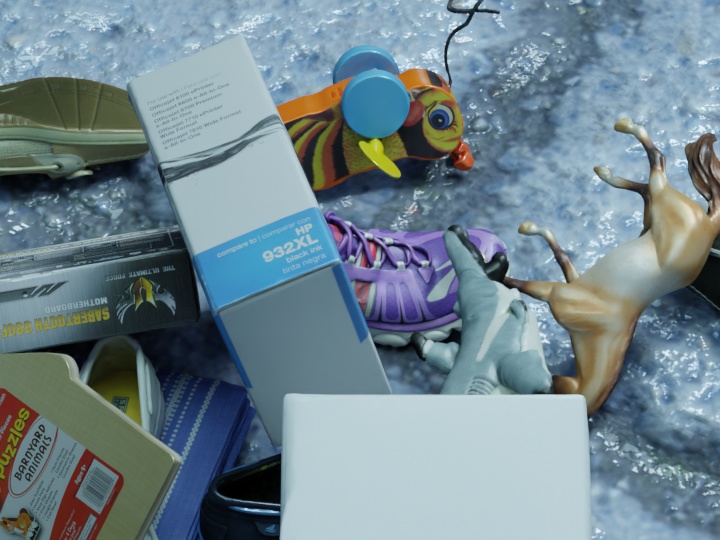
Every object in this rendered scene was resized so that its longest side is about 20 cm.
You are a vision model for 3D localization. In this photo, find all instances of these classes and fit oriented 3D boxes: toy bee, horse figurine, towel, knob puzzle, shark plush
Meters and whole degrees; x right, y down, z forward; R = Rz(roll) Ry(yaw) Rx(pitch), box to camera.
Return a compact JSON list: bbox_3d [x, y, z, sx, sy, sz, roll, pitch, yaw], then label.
[{"bbox_3d":[0.027,-0.100,1.810,0.199,0.109,0.131,-21,27,26],"label":"toy bee"},{"bbox_3d":[0.167,-0.011,1.689,0.200,0.050,0.133,-41,61,-1],"label":"horse figurine"},{"bbox_3d":[-0.179,0.116,1.673,0.199,0.024,0.145,10,51,14],"label":"towel"},{"bbox_3d":[-0.211,0.138,1.559,0.218,0.030,0.221,-3,83,29],"label":"knob puzzle"},{"bbox_3d":[0.070,0.044,1.631,0.083,0.091,0.201,-7,60,0],"label":"shark plush"}]

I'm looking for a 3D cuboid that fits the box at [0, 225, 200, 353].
[{"bbox_3d":[-0.206,0.016,1.683,0.199,0.049,0.158,-9,7,-6],"label":"box"}]

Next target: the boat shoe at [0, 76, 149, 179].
[{"bbox_3d":[-0.239,-0.090,1.844,0.199,0.063,0.073,-3,35,-8],"label":"boat shoe"}]

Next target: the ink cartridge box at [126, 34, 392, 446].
[{"bbox_3d":[-0.062,-0.019,1.604,0.083,0.145,0.201,-23,51,-1],"label":"ink cartridge box"}]

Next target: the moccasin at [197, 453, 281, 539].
[{"bbox_3d":[-0.001,0.133,1.611,0.199,0.068,0.081,-20,49,-17],"label":"moccasin"}]

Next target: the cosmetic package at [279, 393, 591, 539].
[{"bbox_3d":[0.041,0.174,1.454,0.165,0.200,0.168,0,72,2],"label":"cosmetic package"}]

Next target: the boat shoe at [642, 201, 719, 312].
[{"bbox_3d":[0.270,0.014,1.705,0.199,0.071,0.064,19,50,17],"label":"boat shoe"}]

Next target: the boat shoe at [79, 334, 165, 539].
[{"bbox_3d":[-0.156,0.121,1.595,0.074,0.086,0.203,3,51,9],"label":"boat shoe"}]

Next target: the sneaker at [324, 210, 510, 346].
[{"bbox_3d":[0.000,0.000,1.723,0.199,0.084,0.081,-7,48,-4],"label":"sneaker"}]
